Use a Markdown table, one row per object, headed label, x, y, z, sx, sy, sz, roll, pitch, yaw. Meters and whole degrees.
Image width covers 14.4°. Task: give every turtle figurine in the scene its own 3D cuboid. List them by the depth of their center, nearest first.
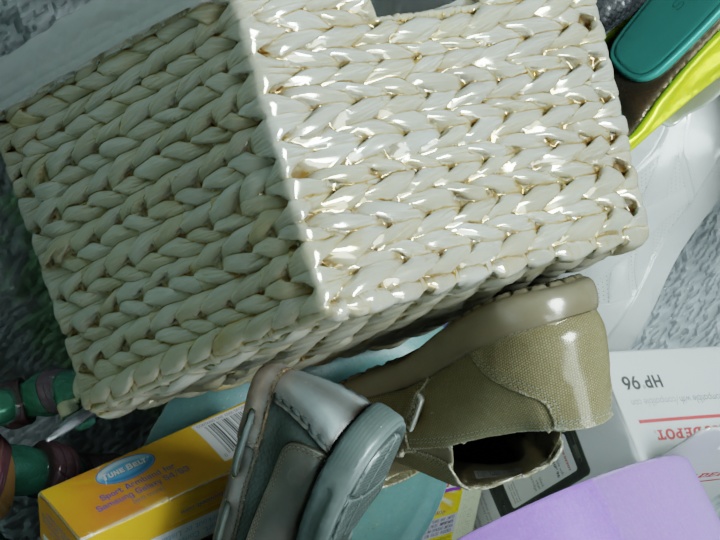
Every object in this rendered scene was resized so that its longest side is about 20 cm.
| label | x | y | z | sx | sy | sz | roll | pitch | yaw |
| --- | --- | --- | --- | --- | --- | --- | --- | --- | --- |
| turtle figurine | -0.165 | 0.095 | 1.241 | 0.150 | 0.101 | 0.200 | -51 | 152 | -4 |

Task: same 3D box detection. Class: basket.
| label | x | y | z | sx | sy | sz | roll | pitch | yaw |
| --- | --- | --- | --- | --- | --- | --- | --- | --- | --- |
| basket | -0.016 | -0.050 | 1.178 | 0.198 | 0.200 | 0.161 | -13 | 82 | -39 |

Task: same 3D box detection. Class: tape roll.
| label | x | y | z | sx | sy | sz | roll | pitch | yaw |
| --- | --- | --- | --- | --- | --- | --- | --- | --- | --- |
| tape roll | 0.083 | 0.163 | 1.377 | 0.200 | 0.066 | 0.200 | -24 | 164 | -7 |

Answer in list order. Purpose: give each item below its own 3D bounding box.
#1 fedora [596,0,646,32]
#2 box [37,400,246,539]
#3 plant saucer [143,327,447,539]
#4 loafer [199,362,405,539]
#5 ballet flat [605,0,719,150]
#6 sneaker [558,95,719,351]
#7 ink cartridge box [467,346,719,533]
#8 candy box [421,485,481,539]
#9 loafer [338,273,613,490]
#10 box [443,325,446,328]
| label | x | y | z | sx | sy | sz | roll | pitch | yaw |
| --- | --- | --- | --- | --- | --- | --- | --- | --- | --- |
| fedora | 0.082 | -0.162 | 1.319 | 0.200 | 0.092 | 0.201 | -24 | 130 | -33 |
| box | -0.079 | 0.157 | 1.258 | 0.119 | 0.041 | 0.200 | -23 | 137 | -28 |
| plant saucer | -0.021 | 0.099 | 1.332 | 0.200 | 0.036 | 0.200 | -25 | 132 | -32 |
| loafer | -0.040 | 0.114 | 1.190 | 0.072 | 0.063 | 0.200 | -44 | 164 | -48 |
| ballet flat | 0.125 | -0.079 | 1.366 | 0.200 | 0.067 | 0.067 | -40 | 143 | -1 |
| sneaker | 0.105 | -0.025 | 1.464 | 0.115 | 0.074 | 0.200 | 17 | 115 | -28 |
| ink cartridge box | 0.133 | 0.094 | 1.478 | 0.116 | 0.068 | 0.200 | -2 | 154 | -45 |
| candy box | -0.021 | 0.138 | 1.405 | 0.200 | 0.026 | 0.102 | -9 | 118 | -41 |
| loafer | 0.041 | 0.064 | 1.220 | 0.076 | 0.068 | 0.200 | -11 | 165 | -29 |
| box | 0.000 | 0.000 | 1.366 | 0.200 | 0.032 | 0.121 | -28 | 113 | -28 |
